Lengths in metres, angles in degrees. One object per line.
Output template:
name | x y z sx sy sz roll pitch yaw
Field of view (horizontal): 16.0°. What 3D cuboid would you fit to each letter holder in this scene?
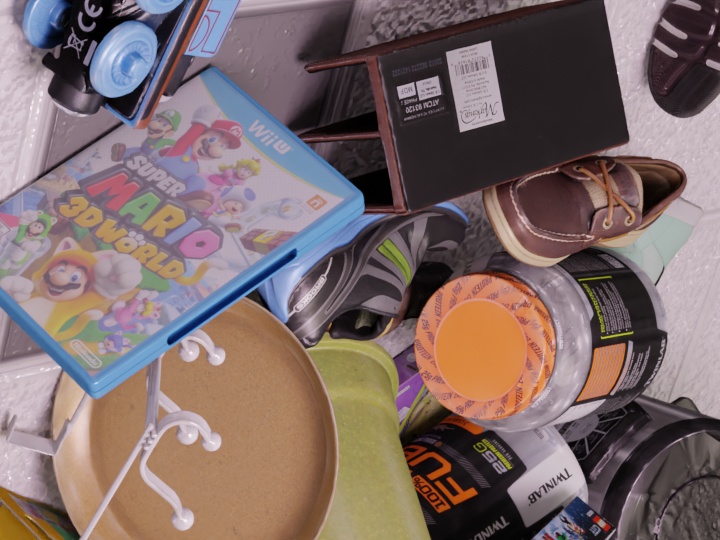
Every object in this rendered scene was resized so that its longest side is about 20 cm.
letter holder | 0.049 -0.106 1.651 0.200 0.142 0.101 -18 101 -38

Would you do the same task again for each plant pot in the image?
plant pot | -0.099 0.107 1.579 0.200 0.200 0.027 -62 160 14
plant pot | -0.033 0.173 1.659 0.200 0.184 0.201 -19 148 -13

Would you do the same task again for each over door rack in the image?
over door rack | -0.139 0.100 1.504 0.067 0.148 0.200 28 126 -24

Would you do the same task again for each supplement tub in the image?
supplement tub | 0.122 0.046 1.748 0.200 0.122 0.123 -3 123 -63
supplement tub | 0.055 0.185 1.826 0.200 0.122 0.123 -34 141 -25

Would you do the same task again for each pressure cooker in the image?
pressure cooker | 0.210 0.185 1.995 0.176 0.200 0.179 5 96 -28

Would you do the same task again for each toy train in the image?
toy train | -0.106 -0.174 1.417 0.114 0.087 0.200 1 119 -55

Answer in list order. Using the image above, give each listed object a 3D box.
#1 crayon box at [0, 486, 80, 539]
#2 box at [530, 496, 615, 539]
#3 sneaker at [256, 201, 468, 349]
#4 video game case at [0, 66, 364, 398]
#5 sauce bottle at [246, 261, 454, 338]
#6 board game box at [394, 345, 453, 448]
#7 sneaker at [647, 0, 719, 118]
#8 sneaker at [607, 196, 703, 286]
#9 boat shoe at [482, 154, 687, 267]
crayon box | -0.165 0.211 1.648 0.052 0.126 0.200 -53 144 3
box | 0.095 0.236 1.714 0.137 0.038 0.200 -55 170 19
sneaker | 0.000 0.000 1.633 0.199 0.071 0.083 -26 106 -52
video game case | -0.118 -0.026 1.477 0.200 0.143 0.018 -35 147 -22
sauce bottle | -0.010 0.016 1.703 0.200 0.065 0.065 -3 122 -47
board game box | 0.026 0.119 1.866 0.200 0.032 0.120 -34 144 -24
sneaker | 0.288 -0.200 1.843 0.115 0.076 0.200 -2 121 -51
sneaker | 0.177 -0.015 1.872 0.200 0.074 0.118 17 101 -56
boat shoe | 0.154 -0.050 1.694 0.072 0.072 0.200 -31 164 32
